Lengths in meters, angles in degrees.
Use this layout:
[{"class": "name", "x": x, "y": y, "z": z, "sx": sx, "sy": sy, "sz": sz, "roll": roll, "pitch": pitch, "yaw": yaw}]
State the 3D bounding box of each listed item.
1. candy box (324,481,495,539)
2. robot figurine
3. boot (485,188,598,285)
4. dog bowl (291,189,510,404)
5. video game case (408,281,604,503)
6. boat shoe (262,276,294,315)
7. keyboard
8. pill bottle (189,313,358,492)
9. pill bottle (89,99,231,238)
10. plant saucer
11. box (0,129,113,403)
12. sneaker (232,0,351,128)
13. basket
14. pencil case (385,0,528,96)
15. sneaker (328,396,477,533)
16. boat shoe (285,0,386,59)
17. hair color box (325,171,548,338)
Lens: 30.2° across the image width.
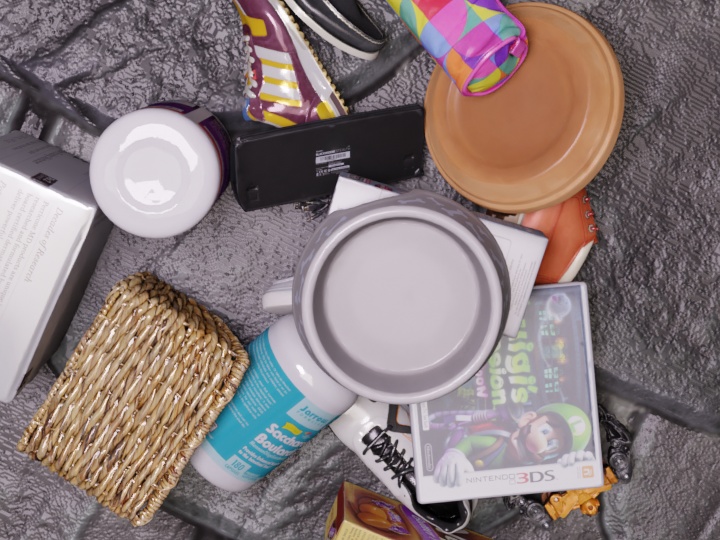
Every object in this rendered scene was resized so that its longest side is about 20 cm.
[{"class": "candy box", "x": 0.065, "y": 0.286, "z": 1.331, "sx": 0.200, "sy": 0.117, "sz": 0.057, "roll": 23, "pitch": 99, "yaw": -5}, {"class": "robot figurine", "x": 0.183, "y": 0.160, "z": 1.338, "sx": 0.145, "sy": 0.058, "sz": 0.200, "roll": -32, "pitch": 98, "yaw": 5}, {"class": "boot", "x": 0.194, "y": -0.075, "z": 1.296, "sx": 0.107, "sy": 0.075, "sz": 0.200, "roll": 21, "pitch": 103, "yaw": -13}, {"class": "dog bowl", "x": 0.036, "y": 0.028, "z": 1.184, "sx": 0.200, "sy": 0.059, "sz": 0.200, "roll": 0, "pitch": 97, "yaw": 1}, {"class": "video game case", "x": 0.136, "y": 0.118, "z": 1.288, "sx": 0.182, "sy": 0.023, "sz": 0.200, "roll": -5, "pitch": 90, "yaw": -2}, {"class": "boat shoe", "x": 0.000, "y": 0.000, "z": 1.308, "sx": 0.200, "sy": 0.072, "sz": 0.069, "roll": -11, "pitch": 76, "yaw": 10}, {"class": "keyboard", "x": -0.034, "y": -0.102, "z": 1.267, "sx": 0.200, "sy": 0.040, "sz": 0.104, "roll": -12, "pitch": 121, "yaw": -23}, {"class": "pill bottle", "x": -0.078, "y": 0.117, "z": 1.287, "sx": 0.200, "sy": 0.111, "sz": 0.111, "roll": -40, "pitch": 98, "yaw": 18}, {"class": "pill bottle", "x": -0.175, "y": -0.097, "z": 1.218, "sx": 0.112, "sy": 0.200, "sz": 0.113, "roll": 0, "pitch": 100, "yaw": 0}, {"class": "plant saucer", "x": 0.145, "y": -0.154, "z": 1.241, "sx": 0.200, "sy": 0.037, "sz": 0.200, "roll": -4, "pitch": 81, "yaw": 29}, {"class": "box", "x": -0.322, "y": -0.010, "z": 1.233, "sx": 0.131, "sy": 0.199, "sz": 0.200, "roll": 25, "pitch": 99, "yaw": -5}, {"class": "sneaker", "x": -0.086, "y": -0.189, "z": 1.266, "sx": 0.090, "sy": 0.075, "sz": 0.200, "roll": -33, "pitch": 98, "yaw": 0}, {"class": "basket", "x": -0.206, "y": 0.120, "z": 1.282, "sx": 0.149, "sy": 0.143, "sz": 0.200, "roll": 32, "pitch": 95, "yaw": 1}, {"class": "pencil case", "x": 0.071, "y": -0.253, "z": 1.218, "sx": 0.088, "sy": 0.088, "sz": 0.200, "roll": -37, "pitch": 74, "yaw": 6}, {"class": "sneaker", "x": 0.042, "y": 0.184, "z": 1.332, "sx": 0.200, "sy": 0.080, "sz": 0.074, "roll": 40, "pitch": 100, "yaw": -5}, {"class": "boat shoe", "x": -0.043, "y": -0.282, "z": 1.244, "sx": 0.068, "sy": 0.072, "sz": 0.200, "roll": -37, "pitch": 98, "yaw": 31}, {"class": "hair color box", "x": 0.062, "y": -0.015, "z": 1.237, "sx": 0.200, "sy": 0.061, "sz": 0.099, "roll": 17, "pitch": 99, "yaw": -1}]
